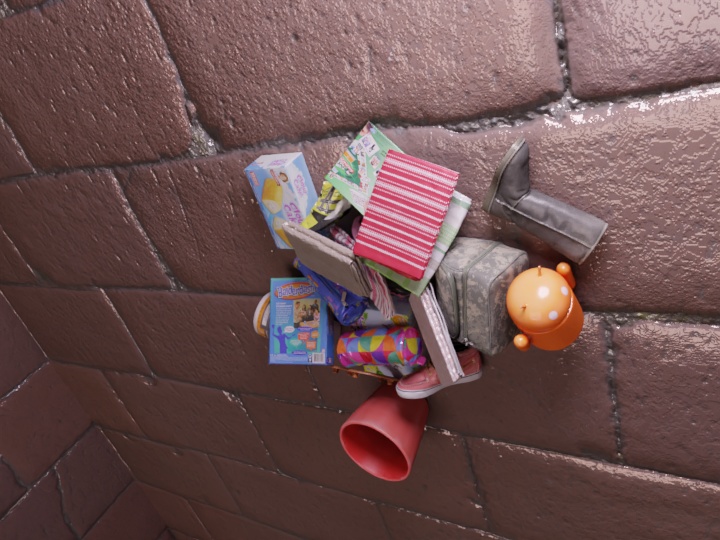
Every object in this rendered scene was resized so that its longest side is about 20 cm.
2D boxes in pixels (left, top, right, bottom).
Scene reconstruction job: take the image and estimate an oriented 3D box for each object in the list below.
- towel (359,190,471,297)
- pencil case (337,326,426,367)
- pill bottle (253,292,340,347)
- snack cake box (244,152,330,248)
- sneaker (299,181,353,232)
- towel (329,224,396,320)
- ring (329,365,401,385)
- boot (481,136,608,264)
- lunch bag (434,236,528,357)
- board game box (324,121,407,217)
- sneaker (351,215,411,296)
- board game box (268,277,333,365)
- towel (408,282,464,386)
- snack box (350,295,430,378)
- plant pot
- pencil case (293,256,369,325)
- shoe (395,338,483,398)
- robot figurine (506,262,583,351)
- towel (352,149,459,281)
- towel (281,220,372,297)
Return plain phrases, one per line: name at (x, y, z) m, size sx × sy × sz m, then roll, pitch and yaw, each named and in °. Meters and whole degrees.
towel at (0.097, -0.073, 1.159) m, size 0.148 × 0.031 × 0.202 m, roll 31°, pitch 98°, yaw 21°
pencil case at (0.042, 0.171, 1.370) m, size 0.198 × 0.089 × 0.089 m, roll -6°, pitch 122°, yaw 40°
pill bottle at (-0.157, 0.137, 1.559) m, size 0.198 × 0.117 × 0.117 m, roll 21°, pitch 135°, yaw 21°
snack cake box at (-0.153, -0.146, 1.353) m, size 0.114 × 0.067 × 0.202 m, roll 4°, pitch 127°, yaw 35°
sneaker at (-0.055, -0.142, 1.270) m, size 0.199 × 0.075 × 0.077 m, roll -36°, pitch 92°, yaw 23°
towel at (0.000, 0.000, 1.309) m, size 0.200 × 0.030 × 0.147 m, roll 45°, pitch 161°, yaw 45°
ring at (0.021, 0.253, 1.507) m, size 0.197 × 0.020 × 0.201 m, roll 12°, pitch 171°, yaw 2°
boot at (0.312, -0.111, 1.042) m, size 0.199 × 0.073 × 0.183 m, roll 34°, pitch 152°, yaw 17°
lunch bag at (0.216, 0.042, 1.202) m, size 0.167 × 0.139 × 0.202 m, roll 26°, pitch 138°, yaw 40°
board game box at (0.046, -0.155, 1.149) m, size 0.200 × 0.029 × 0.135 m, roll 45°, pitch 105°, yaw 13°
sneaker at (0.066, -0.035, 1.292) m, size 0.095 × 0.079 × 0.201 m, roll -21°, pitch 112°, yaw 32°
board game box at (-0.137, 0.117, 1.470) m, size 0.150 × 0.045 × 0.203 m, roll -1°, pitch 84°, yaw 20°
towel at (0.148, 0.128, 1.244) m, size 0.191 × 0.032 × 0.202 m, roll 90°, pitch 161°, yaw -78°
snack box at (0.069, 0.152, 1.444) m, size 0.167 × 0.068 × 0.202 m, roll 7°, pitch 130°, yaw 32°
plant pot at (0.072, 0.383, 1.556) m, size 0.198 × 0.178 × 0.202 m, roll 19°, pitch 134°, yaw 21°
pencil case at (-0.066, 0.028, 1.382) m, size 0.200 × 0.078 × 0.087 m, roll 49°, pitch -179°, yaw 21°
shoe at (0.166, 0.207, 1.367) m, size 0.197 × 0.072 × 0.092 m, roll -16°, pitch 118°, yaw -1°
robot figurine at (0.326, 0.071, 1.115) m, size 0.143 × 0.118 × 0.200 m, roll -27°, pitch 143°, yaw 17°
towel at (0.078, -0.097, 1.114) m, size 0.143 × 0.022 × 0.203 m, roll 22°, pitch 96°, yaw 19°
towel at (-0.065, -0.024, 1.250) m, size 0.199 × 0.035 × 0.133 m, roll 28°, pitch 157°, yaw 31°
